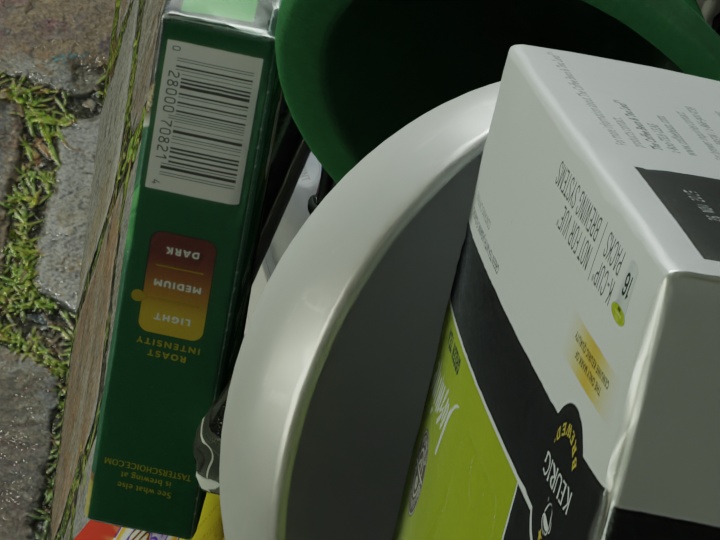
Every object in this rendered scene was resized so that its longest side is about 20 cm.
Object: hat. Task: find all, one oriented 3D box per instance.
[{"bbox_3d":[0.075,-0.107,0.958,0.166,0.200,0.176,-37,19,50],"label":"hat"}]

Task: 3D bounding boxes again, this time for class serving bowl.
[{"bbox_3d":[0.034,0.033,0.832,0.066,0.200,0.200,28,111,43],"label":"serving bowl"}]

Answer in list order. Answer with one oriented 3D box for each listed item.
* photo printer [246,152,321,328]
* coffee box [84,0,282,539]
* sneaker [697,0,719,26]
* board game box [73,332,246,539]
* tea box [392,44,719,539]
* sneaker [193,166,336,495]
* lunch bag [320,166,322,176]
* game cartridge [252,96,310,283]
[{"bbox_3d":[-0.035,0.015,1.367,0.166,0.069,0.200,167,86,-71],"label":"photo printer"},{"bbox_3d":[-0.057,-0.020,1.043,0.123,0.044,0.200,-81,1,-60],"label":"coffee box"},{"bbox_3d":[0.089,-0.148,1.005,0.078,0.099,0.200,-88,14,-48],"label":"sneaker"},{"bbox_3d":[-0.063,0.108,1.116,0.200,0.040,0.153,-50,17,10],"label":"board game box"},{"bbox_3d":[0.087,0.074,0.685,0.200,0.133,0.197,-108,31,-71],"label":"tea box"},{"bbox_3d":[0.000,0.000,1.012,0.200,0.080,0.086,-54,-41,-46],"label":"sneaker"},{"bbox_3d":[0.047,-0.126,1.301,0.200,0.094,0.151,-79,1,-64],"label":"lunch bag"},{"bbox_3d":[-0.040,-0.060,1.166,0.130,0.038,0.200,-99,31,-62],"label":"game cartridge"}]
